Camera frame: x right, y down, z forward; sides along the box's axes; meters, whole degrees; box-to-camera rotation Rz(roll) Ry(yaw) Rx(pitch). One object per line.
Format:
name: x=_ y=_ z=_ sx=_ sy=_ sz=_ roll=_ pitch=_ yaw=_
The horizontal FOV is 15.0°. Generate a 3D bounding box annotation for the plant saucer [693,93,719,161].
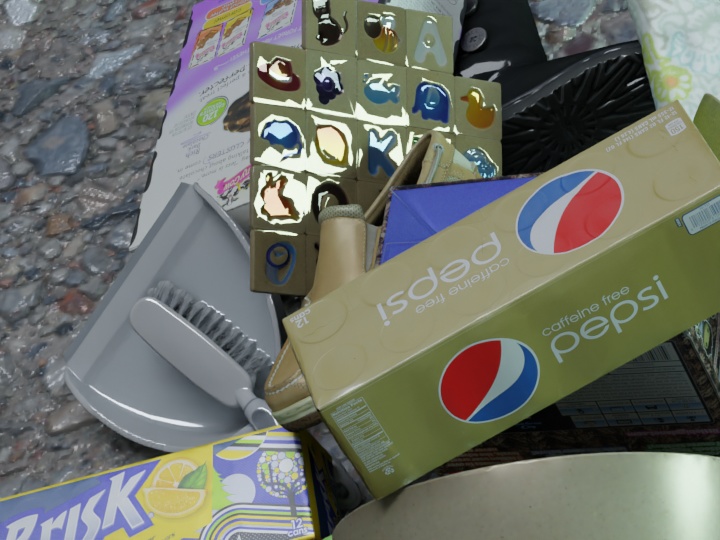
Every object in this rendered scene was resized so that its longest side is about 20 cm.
plant saucer: x=0.214 y=0.004 z=1.323 sx=0.031 sy=0.200 sz=0.200 roll=-36 pitch=40 yaw=2

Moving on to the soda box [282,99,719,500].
soda box: x=0.071 y=0.013 z=1.176 sx=0.200 sy=0.064 sz=0.068 roll=-28 pitch=38 yaw=3

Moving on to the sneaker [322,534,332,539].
sneaker: x=-0.019 y=0.188 z=1.349 sx=0.200 sy=0.077 sz=0.084 roll=-31 pitch=58 yaw=-3

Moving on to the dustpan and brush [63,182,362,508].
dustpan and brush: x=-0.068 y=0.061 z=1.492 sx=0.200 sy=0.057 sz=0.140 roll=39 pitch=104 yaw=14

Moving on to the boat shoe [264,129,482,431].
boat shoe: x=0.000 y=0.000 z=1.417 sx=0.072 sy=0.076 sz=0.200 roll=-18 pitch=24 yaw=42

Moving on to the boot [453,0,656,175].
boot: x=0.102 y=-0.138 z=1.637 sx=0.164 sy=0.066 sz=0.200 roll=-21 pitch=36 yaw=3

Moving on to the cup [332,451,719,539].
cup: x=0.094 y=0.177 z=1.224 sx=0.200 sy=0.200 sz=0.144 roll=-12 pitch=70 yaw=15

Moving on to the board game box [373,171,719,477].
board game box: x=0.112 y=0.048 z=1.311 sx=0.159 sy=0.200 sz=0.097 roll=-4 pitch=55 yaw=22

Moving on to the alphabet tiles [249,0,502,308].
alphabet tiles: x=0.010 y=-0.047 z=1.478 sx=0.006 sy=0.166 sz=0.201 roll=-13 pitch=74 yaw=54

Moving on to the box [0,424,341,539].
box: x=-0.112 y=0.142 z=1.424 sx=0.199 sy=0.064 sz=0.070 roll=-16 pitch=62 yaw=12

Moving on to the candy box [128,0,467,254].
candy box: x=-0.034 y=-0.091 z=1.597 sx=0.167 sy=0.072 sz=0.201 roll=-19 pitch=43 yaw=34

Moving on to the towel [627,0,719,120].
towel: x=0.241 y=-0.112 z=1.489 sx=0.171 sy=0.048 sz=0.201 roll=-16 pitch=67 yaw=10
